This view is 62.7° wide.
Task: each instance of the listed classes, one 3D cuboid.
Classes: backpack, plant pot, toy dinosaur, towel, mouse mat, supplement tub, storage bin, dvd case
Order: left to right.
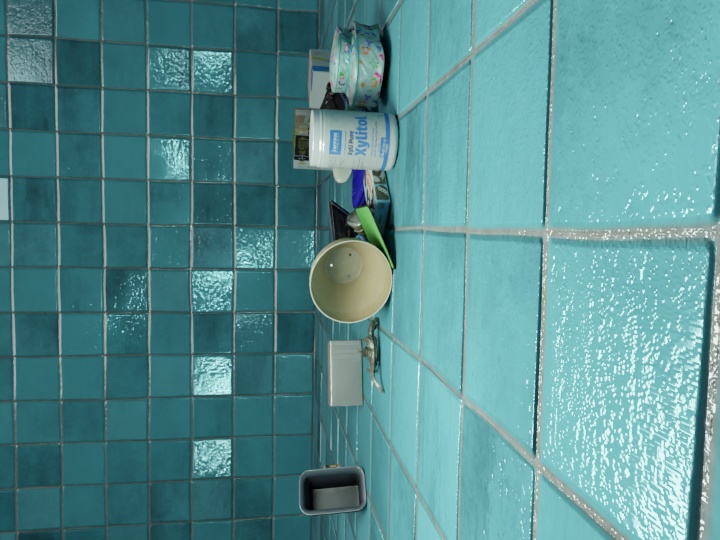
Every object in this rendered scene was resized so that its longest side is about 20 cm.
[{"bbox_3d":[-0.082,0.674,1.797,0.135,0.196,0.148,87,177,-57],"label":"storage bin"},{"bbox_3d":[-0.044,-0.392,1.636,0.185,0.145,0.201,-61,28,25],"label":"backpack"},{"bbox_3d":[-0.032,0.006,1.436,0.135,0.196,0.204,-119,31,-68],"label":"plant pot"},{"bbox_3d":[-0.029,-0.096,1.675,0.016,0.148,0.202,-36,40,27],"label":"dvd case"},{"bbox_3d":[-0.018,-0.303,1.375,0.132,0.196,0.135,180,90,-80],"label":"supplement tub"},{"bbox_3d":[-0.003,-0.516,1.495,0.179,0.147,0.202,101,161,-44],"label":"backpack"},{"bbox_3d":[0.000,-0.289,1.730,0.148,0.048,0.203,105,163,-60],"label":"towel"},{"bbox_3d":[0.029,0.227,1.548,0.088,0.047,0.204,125,141,-63],"label":"toy dinosaur"},{"bbox_3d":[0.033,-0.082,1.438,0.200,0.007,0.163,-158,44,-79],"label":"mouse mat"}]

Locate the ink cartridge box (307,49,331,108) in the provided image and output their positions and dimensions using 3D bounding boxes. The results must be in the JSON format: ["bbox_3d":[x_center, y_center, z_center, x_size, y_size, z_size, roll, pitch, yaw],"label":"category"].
[{"bbox_3d":[-0.124,-0.725,2.238,0.202,0.142,0.149,-99,14,-46],"label":"ink cartridge box"}]

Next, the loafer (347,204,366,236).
[{"bbox_3d":[0.009,-0.136,1.632,0.070,0.075,0.200,50,-174,-10],"label":"loafer"}]

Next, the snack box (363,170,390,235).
[{"bbox_3d":[0.039,-0.202,1.513,0.117,0.036,0.202,99,167,-48],"label":"snack box"}]

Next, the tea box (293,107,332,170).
[{"bbox_3d":[-0.162,-0.509,2.301,0.198,0.196,0.135,104,164,-51],"label":"tea box"}]

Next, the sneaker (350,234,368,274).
[{"bbox_3d":[0.000,0.000,1.542,0.105,0.074,0.204,50,-146,-64],"label":"sneaker"}]

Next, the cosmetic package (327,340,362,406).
[{"bbox_3d":[-0.049,0.321,1.842,0.090,0.105,0.204,138,133,-77],"label":"cosmetic package"}]

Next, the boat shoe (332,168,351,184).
[{"bbox_3d":[-0.061,-0.389,2.067,0.060,0.071,0.206,111,164,-70],"label":"boat shoe"}]
